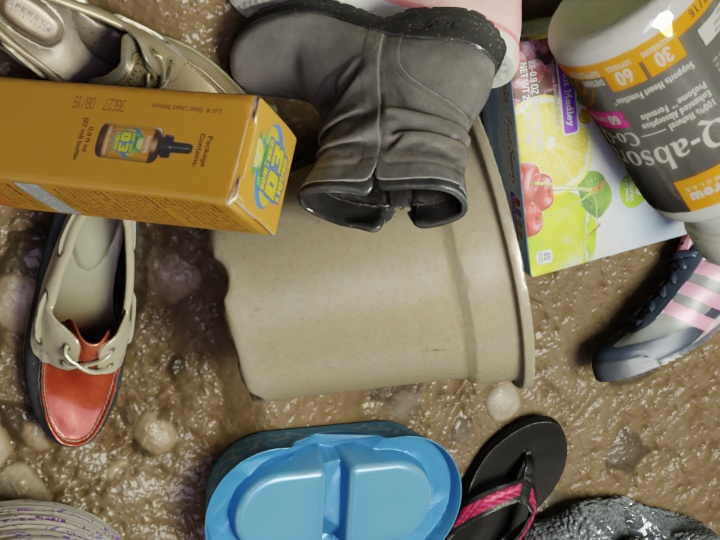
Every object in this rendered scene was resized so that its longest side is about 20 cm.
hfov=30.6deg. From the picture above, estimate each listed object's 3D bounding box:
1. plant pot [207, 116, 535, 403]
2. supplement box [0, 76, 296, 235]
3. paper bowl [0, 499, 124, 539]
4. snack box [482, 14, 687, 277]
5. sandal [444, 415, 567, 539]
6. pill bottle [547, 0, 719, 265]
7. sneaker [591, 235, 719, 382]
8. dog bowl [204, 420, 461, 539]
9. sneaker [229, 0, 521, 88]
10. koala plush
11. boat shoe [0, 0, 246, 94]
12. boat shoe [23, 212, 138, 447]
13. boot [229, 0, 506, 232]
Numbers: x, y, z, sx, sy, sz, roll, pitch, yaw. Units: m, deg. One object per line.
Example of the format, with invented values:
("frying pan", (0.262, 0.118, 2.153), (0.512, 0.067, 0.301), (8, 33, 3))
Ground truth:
("plant pot", (0.000, 0.000, 0.862), (0.181, 0.201, 0.203), (-14, 114, -3))
("supplement box", (-0.140, -0.067, 0.770), (0.069, 0.197, 0.068), (41, 59, -61))
("paper bowl", (-0.239, 0.251, 0.901), (0.198, 0.104, 0.204), (-7, 110, -18))
("snack box", (0.190, -0.105, 0.948), (0.197, 0.068, 0.171), (-16, 112, -16))
("sandal", (0.098, 0.202, 1.038), (0.075, 0.045, 0.200), (41, 92, -27))
("pill bottle", (0.217, -0.106, 0.856), (0.116, 0.116, 0.201), (-40, 114, -2))
("sneaker", (0.253, 0.010, 1.023), (0.198, 0.070, 0.083), (-31, 100, -10))
("dog bowl", (-0.024, 0.168, 0.980), (0.197, 0.050, 0.113), (-3, 110, -18))
("sneaker", (0.014, -0.194, 0.856), (0.197, 0.075, 0.106), (14, 69, -3))
("koala plush", (0.219, 0.286, 1.026), (0.182, 0.200, 0.179), (27, 99, -26))
("boat shoe", (-0.149, -0.123, 0.819), (0.199, 0.065, 0.073), (30, 97, -26))
("boat shoe", (-0.180, 0.030, 0.865), (0.070, 0.063, 0.203), (4, 109, -23))
("boot", (-0.016, -0.092, 0.793), (0.070, 0.198, 0.133), (47, 55, -46))
